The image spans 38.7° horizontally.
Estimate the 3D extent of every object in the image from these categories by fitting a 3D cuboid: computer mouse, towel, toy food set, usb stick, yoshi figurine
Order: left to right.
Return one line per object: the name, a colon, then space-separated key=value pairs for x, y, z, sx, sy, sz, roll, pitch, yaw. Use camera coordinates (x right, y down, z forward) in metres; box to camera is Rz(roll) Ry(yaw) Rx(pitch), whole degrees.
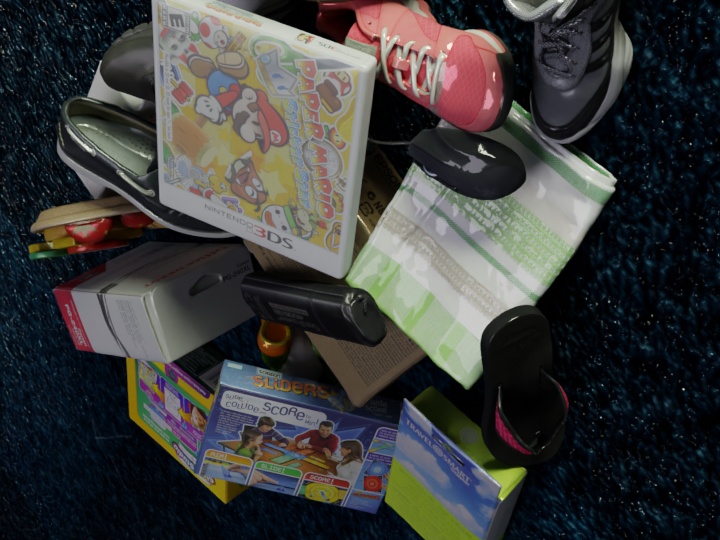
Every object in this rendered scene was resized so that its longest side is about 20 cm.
toy food set: x=-0.248 y=-0.051 z=1.083 sx=0.196 sy=0.198 sz=0.049 roll=-7 pitch=94 yaw=46
yoshi figurine: x=-0.067 y=0.127 z=1.065 sx=0.112 sy=0.112 sz=0.201 roll=31 pitch=142 yaw=17
usb stick: x=-0.045 y=0.031 z=0.893 sx=0.199 sy=0.033 sz=0.056 roll=7 pitch=138 yaw=57
computer mouse: x=0.031 y=-0.086 z=0.772 sx=0.198 sy=0.034 sz=0.059 roll=14 pitch=165 yaw=29
towel: x=0.085 y=-0.029 z=0.794 sx=0.149 sy=0.031 sz=0.201 roll=41 pitch=111 yaw=22

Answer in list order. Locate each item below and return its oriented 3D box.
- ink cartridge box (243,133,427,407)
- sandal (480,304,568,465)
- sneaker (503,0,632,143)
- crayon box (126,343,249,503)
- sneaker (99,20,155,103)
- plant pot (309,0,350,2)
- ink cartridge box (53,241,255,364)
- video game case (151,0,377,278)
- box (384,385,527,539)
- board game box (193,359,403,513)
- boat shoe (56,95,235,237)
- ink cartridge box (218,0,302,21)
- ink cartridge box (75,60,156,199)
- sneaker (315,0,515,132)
ink cartridge box: x=0.000 y=0.000 z=0.935 sx=0.201 sy=0.075 sz=0.165 roll=55 pitch=142 yaw=6
sandal: x=0.133 y=0.108 z=0.816 sx=0.045 sy=0.074 sz=0.201 roll=54 pitch=168 yaw=41
sneaker: x=0.127 y=-0.162 z=0.662 sx=0.075 sy=0.113 sz=0.202 roll=34 pitch=135 yaw=28
crayon box: x=-0.213 y=0.166 z=1.287 sx=0.199 sy=0.058 sz=0.174 roll=34 pitch=136 yaw=30
sneaker: x=-0.135 y=-0.153 z=0.866 sx=0.197 sy=0.092 sz=0.076 roll=7 pitch=155 yaw=16
plant pot: x=-0.030 y=-0.290 z=0.700 sx=0.197 sy=0.093 sz=0.204 roll=3 pitch=101 yaw=14
ink cartridge box: x=-0.225 y=0.031 z=1.145 sx=0.198 sy=0.144 sz=0.085 roll=3 pitch=115 yaw=47
video game case: x=-0.081 y=-0.103 z=0.800 sx=0.180 sy=0.023 sz=0.202 roll=22 pitch=133 yaw=15
box: x=0.085 y=0.198 z=0.960 sx=0.122 sy=0.047 sz=0.201 roll=40 pitch=148 yaw=24
board game box: x=-0.057 y=0.170 z=1.028 sx=0.197 sy=0.035 sz=0.137 roll=15 pitch=127 yaw=-10
boat shoe: x=-0.189 y=-0.095 z=0.943 sx=0.197 sy=0.076 sz=0.061 roll=22 pitch=148 yaw=-4
ink cartridge box: x=-0.101 y=-0.287 z=0.859 sx=0.199 sy=0.084 sz=0.146 roll=-23 pitch=96 yaw=51
ink cartridge box: x=-0.213 y=-0.165 z=1.035 sx=0.068 sy=0.115 sz=0.200 roll=53 pitch=140 yaw=9
sneaker: x=0.033 y=-0.154 z=0.754 sx=0.200 sy=0.086 sz=0.075 roll=45 pitch=132 yaw=44
